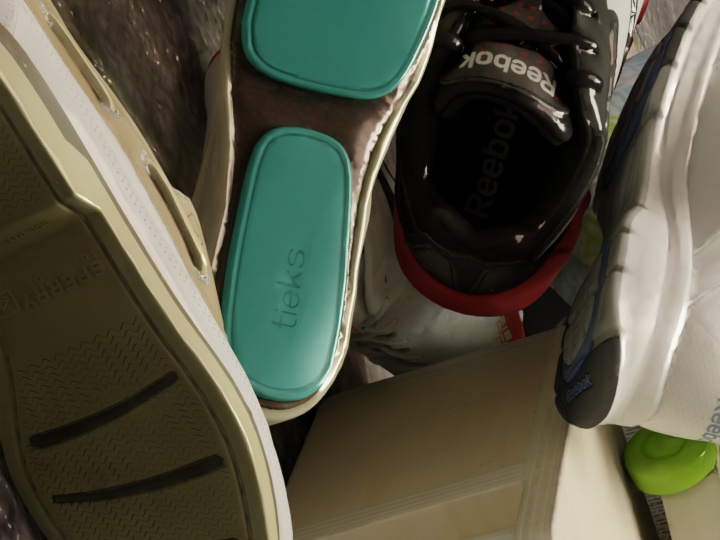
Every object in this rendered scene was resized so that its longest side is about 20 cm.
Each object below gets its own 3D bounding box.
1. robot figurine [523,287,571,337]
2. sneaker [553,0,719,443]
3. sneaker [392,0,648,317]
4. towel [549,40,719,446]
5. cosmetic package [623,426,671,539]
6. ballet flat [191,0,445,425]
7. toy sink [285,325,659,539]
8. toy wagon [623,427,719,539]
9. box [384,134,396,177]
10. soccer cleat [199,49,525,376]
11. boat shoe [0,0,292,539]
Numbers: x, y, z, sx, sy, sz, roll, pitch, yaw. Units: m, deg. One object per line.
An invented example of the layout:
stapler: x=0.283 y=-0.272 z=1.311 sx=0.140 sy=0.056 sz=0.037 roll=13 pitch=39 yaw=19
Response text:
robot figurine: x=0.123 y=-0.016 z=1.155 sx=0.150 sy=0.199 sz=0.125 roll=-66 pitch=138 yaw=-65
sneaker: x=0.122 y=-0.017 z=0.932 sx=0.075 sy=0.087 sz=0.200 roll=114 pitch=-6 yaw=-52
sneaker: x=0.058 y=-0.083 z=0.917 sx=0.098 sy=0.071 sz=0.201 roll=12 pitch=93 yaw=-86
towel: x=0.158 y=-0.014 z=1.002 sx=0.200 sy=0.171 sz=0.048 roll=44 pitch=-37 yaw=30
cosmetic package: x=0.106 y=0.130 z=1.145 sx=0.200 sy=0.105 sz=0.071 roll=-74 pitch=143 yaw=-57
ballet flat: x=-0.021 y=-0.047 z=0.872 sx=0.069 sy=0.069 sz=0.201 roll=41 pitch=62 yaw=-61
toy sink: x=0.037 y=0.121 z=0.920 sx=0.200 sy=0.112 sz=0.131 roll=-70 pitch=141 yaw=-70
toy wagon: x=0.138 y=0.111 z=1.009 sx=0.200 sy=0.039 sz=0.155 roll=-86 pitch=154 yaw=-55
box: x=0.002 y=-0.089 z=1.112 sx=0.039 sy=0.041 sz=0.201 roll=7 pitch=68 yaw=-72
soccer cleat: x=0.000 y=0.000 z=0.996 sx=0.200 sy=0.068 sz=0.085 roll=57 pitch=33 yaw=-38
boat shoe: x=-0.068 y=0.006 z=0.749 sx=0.200 sy=0.075 sz=0.068 roll=67 pitch=24 yaw=-22
